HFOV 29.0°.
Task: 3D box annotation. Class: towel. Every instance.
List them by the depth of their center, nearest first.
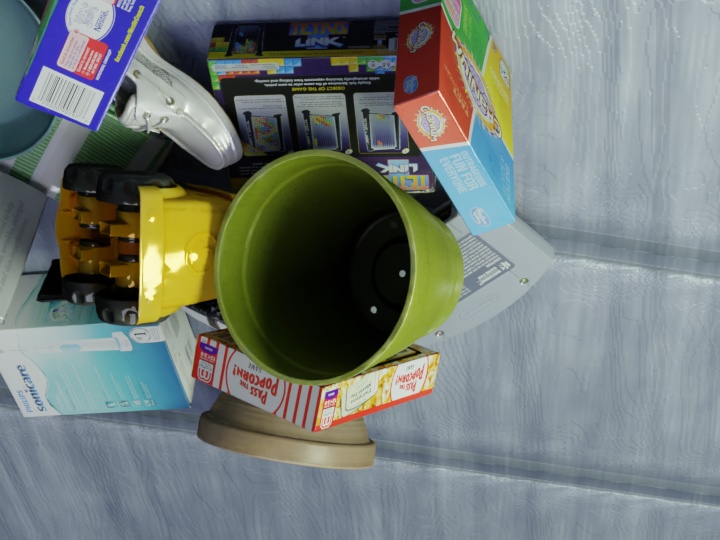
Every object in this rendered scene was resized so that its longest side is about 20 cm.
[{"bbox_3d":[-0.296,-0.125,1.355,0.199,0.024,0.153,23,133,-18],"label":"towel"}]

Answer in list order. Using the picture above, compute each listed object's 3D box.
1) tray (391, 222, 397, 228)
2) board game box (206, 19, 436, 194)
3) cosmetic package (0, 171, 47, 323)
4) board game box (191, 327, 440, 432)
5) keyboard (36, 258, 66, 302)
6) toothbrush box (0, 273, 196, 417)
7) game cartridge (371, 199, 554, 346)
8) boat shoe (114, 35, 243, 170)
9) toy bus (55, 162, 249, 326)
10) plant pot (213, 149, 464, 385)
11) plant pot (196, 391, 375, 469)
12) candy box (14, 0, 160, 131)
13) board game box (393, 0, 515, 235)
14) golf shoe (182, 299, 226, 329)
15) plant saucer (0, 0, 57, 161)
[{"bbox_3d":[0.032,-0.026,1.428,0.198,0.022,0.108,10,134,-5],"label":"tray"},{"bbox_3d":[-0.030,-0.148,1.287,0.198,0.057,0.166,0,137,5],"label":"board game box"},{"bbox_3d":[-0.438,0.000,1.381,0.164,0.166,0.200,27,138,-21],"label":"cosmetic package"},{"bbox_3d":[-0.039,0.089,1.335,0.151,0.199,0.047,21,108,32],"label":"board game box"},{"bbox_3d":[-0.223,0.008,1.423,0.198,0.104,0.040,-4,121,7],"label":"keyboard"},{"bbox_3d":[-0.290,0.079,1.514,0.198,0.086,0.147,-5,135,9],"label":"toothbrush box"},{"bbox_3d":[0.091,0.003,1.412,0.133,0.041,0.199,39,126,-25],"label":"game cartridge"},{"bbox_3d":[-0.194,-0.153,1.248,0.200,0.069,0.071,43,148,-11],"label":"boat shoe"},{"bbox_3d":[-0.178,-0.034,1.326,0.191,0.199,0.137,-6,103,-34],"label":"toy bus"},{"bbox_3d":[0.000,0.000,1.276,0.199,0.202,0.193,-22,169,24],"label":"plant pot"},{"bbox_3d":[-0.075,0.154,1.539,0.199,0.094,0.201,11,180,0],"label":"plant pot"},{"bbox_3d":[-0.195,-0.241,1.104,0.077,0.201,0.169,23,132,-16],"label":"candy box"},{"bbox_3d":[0.081,-0.153,1.170,0.040,0.201,0.153,-18,132,21],"label":"board game box"},{"bbox_3d":[-0.118,0.061,1.489,0.199,0.078,0.095,19,134,-13],"label":"golf shoe"},{"bbox_3d":[-0.355,-0.194,1.257,0.198,0.036,0.201,8,125,12],"label":"plant saucer"}]
